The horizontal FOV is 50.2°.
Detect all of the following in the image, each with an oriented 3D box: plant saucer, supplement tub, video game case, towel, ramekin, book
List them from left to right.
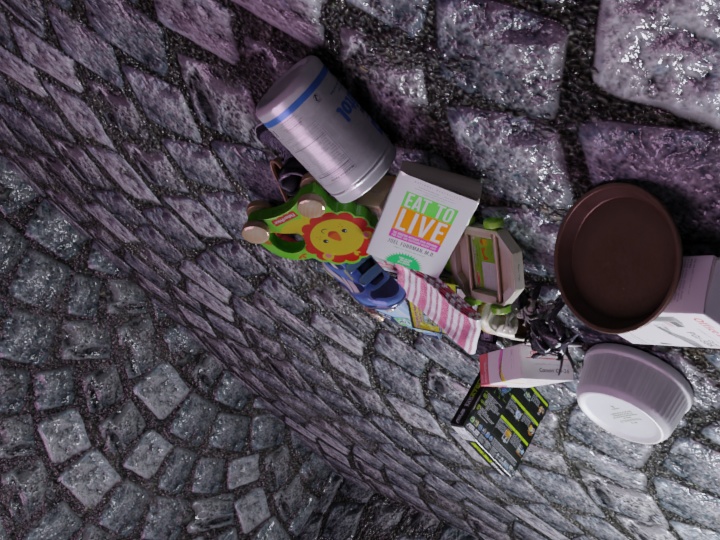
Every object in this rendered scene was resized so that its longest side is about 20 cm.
[{"bbox_3d":[-0.053,-0.219,1.196,0.200,0.132,0.132,44,156,-23],"label":"supplement tub"},{"bbox_3d":[0.098,-0.080,1.243,0.133,0.048,0.201,18,140,-3],"label":"book"},{"bbox_3d":[0.134,0.060,1.371,0.200,0.030,0.147,42,162,24],"label":"towel"},{"bbox_3d":[0.180,0.071,1.513,0.179,0.026,0.201,10,148,17],"label":"video game case"},{"bbox_3d":[0.343,-0.016,1.023,0.029,0.202,0.199,1,179,-35],"label":"plant saucer"},{"bbox_3d":[0.480,0.226,1.374,0.201,0.094,0.203,30,156,14],"label":"ramekin"}]

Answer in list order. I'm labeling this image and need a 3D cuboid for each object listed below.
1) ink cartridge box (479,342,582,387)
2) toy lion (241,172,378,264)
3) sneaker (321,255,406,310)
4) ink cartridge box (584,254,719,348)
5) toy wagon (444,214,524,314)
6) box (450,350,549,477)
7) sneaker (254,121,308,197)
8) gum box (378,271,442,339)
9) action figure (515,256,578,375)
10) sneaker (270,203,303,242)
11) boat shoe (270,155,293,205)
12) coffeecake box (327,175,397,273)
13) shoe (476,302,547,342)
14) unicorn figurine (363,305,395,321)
[{"bbox_3d":[0.326,0.184,1.476,0.116,0.068,0.200,4,165,-19],"label":"ink cartridge box"},{"bbox_3d":[-0.075,-0.070,1.331,0.199,0.069,0.192,-21,135,29],"label":"toy lion"},{"bbox_3d":[0.000,0.000,1.414,0.199,0.074,0.083,34,147,28],"label":"sneaker"},{"bbox_3d":[0.428,0.046,1.060,0.146,0.083,0.199,26,164,-30],"label":"ink cartridge box"},{"bbox_3d":[0.192,-0.017,1.283,0.200,0.039,0.156,17,118,56],"label":"toy wagon"},{"bbox_3d":[0.304,0.310,1.656,0.200,0.194,0.047,46,153,-27],"label":"box"},{"bbox_3d":[-0.128,-0.201,1.356,0.199,0.114,0.076,23,154,26],"label":"sneaker"},{"bbox_3d":[0.085,0.052,1.647,0.169,0.045,0.200,18,151,35],"label":"gum box"},{"bbox_3d":[0.309,0.071,1.296,0.201,0.102,0.119,56,148,3],"label":"action figure"},{"bbox_3d":[-0.152,-0.105,1.639,0.071,0.098,0.200,37,-176,-38],"label":"sneaker"},{"bbox_3d":[-0.117,-0.122,1.425,0.074,0.069,0.201,-45,61,60],"label":"boat shoe"},{"bbox_3d":[0.032,-0.086,1.413,0.153,0.073,0.200,14,150,39],"label":"coffeecake box"},{"bbox_3d":[0.275,0.089,1.371,0.053,0.070,0.199,9,174,43],"label":"shoe"},{"bbox_3d":[0.014,0.031,1.535,0.137,0.074,0.200,44,179,0],"label":"unicorn figurine"}]
